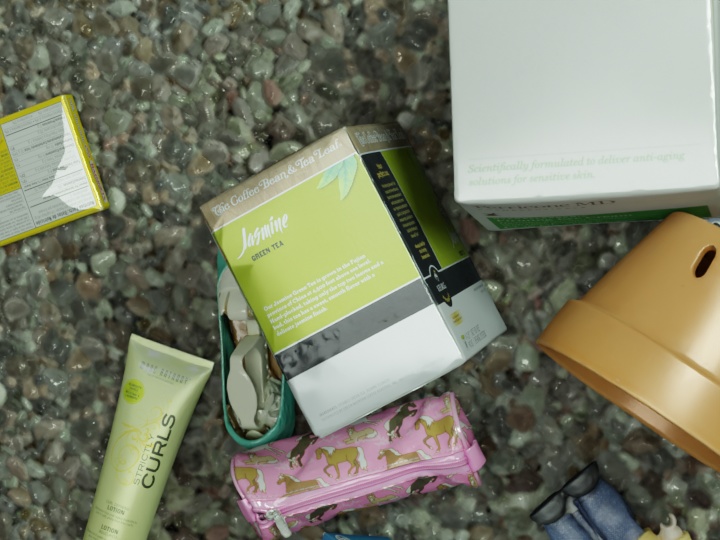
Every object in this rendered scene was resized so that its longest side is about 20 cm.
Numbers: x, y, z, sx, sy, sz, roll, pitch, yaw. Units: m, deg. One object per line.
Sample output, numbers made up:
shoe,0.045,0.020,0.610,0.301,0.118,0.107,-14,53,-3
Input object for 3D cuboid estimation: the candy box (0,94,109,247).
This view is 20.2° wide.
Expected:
candy box,-0.318,-0.069,1.707,0.199,0.026,0.103,-18,94,14

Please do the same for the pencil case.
pencil case,-0.002,0.158,1.611,0.199,0.083,0.087,-17,59,1

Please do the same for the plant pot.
plant pot,0.248,0.050,1.482,0.199,0.200,0.141,33,87,8

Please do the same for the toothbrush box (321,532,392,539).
toothbrush box,0.033,0.319,1.591,0.200,0.085,0.147,30,103,42

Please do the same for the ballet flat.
ballet flat,-0.086,0.052,1.645,0.067,0.070,0.202,-4,94,13

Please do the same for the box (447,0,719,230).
box,0.174,-0.140,1.503,0.197,0.171,0.202,-3,82,12

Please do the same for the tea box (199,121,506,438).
tea box,0.000,0.000,1.555,0.133,0.200,0.198,-27,88,14

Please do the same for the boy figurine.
boy figurine,0.217,0.254,1.601,0.124,0.064,0.200,-38,84,4

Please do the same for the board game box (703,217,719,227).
board game box,0.304,0.058,1.577,0.200,0.034,0.136,37,102,7

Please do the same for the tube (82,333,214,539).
tube,-0.187,0.159,1.691,0.058,0.052,0.201,16,95,-30
